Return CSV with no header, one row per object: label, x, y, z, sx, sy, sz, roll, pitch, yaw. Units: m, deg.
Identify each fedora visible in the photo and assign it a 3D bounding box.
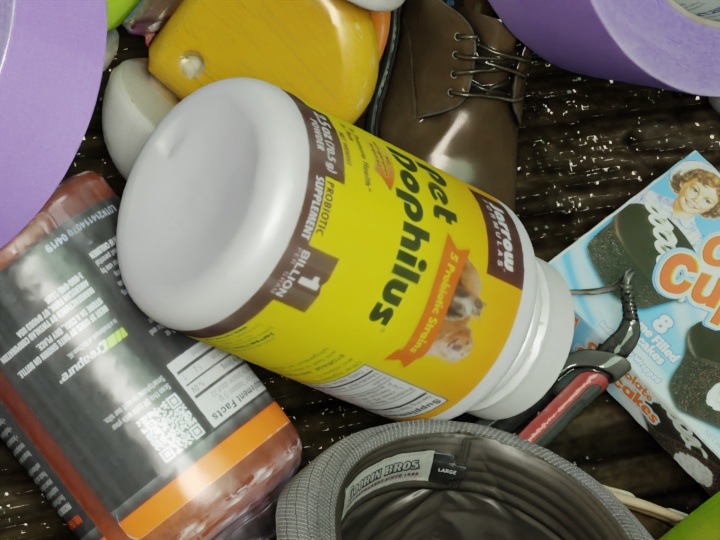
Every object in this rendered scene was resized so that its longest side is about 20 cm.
fedora,0.043,0.150,1.060,0.176,0.091,0.200,5,32,-20

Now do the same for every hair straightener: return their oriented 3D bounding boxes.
hair straightener,0.052,0.065,1.196,0.200,0.041,0.077,-46,60,-8

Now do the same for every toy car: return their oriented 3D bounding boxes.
toy car,-0.073,-0.143,1.171,0.200,0.175,0.150,38,24,-5

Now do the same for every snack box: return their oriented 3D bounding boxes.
snack box,0.189,0.046,1.249,0.116,0.037,0.200,-36,72,-26

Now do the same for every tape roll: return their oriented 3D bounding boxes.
tape roll,-0.205,-0.095,1.081,0.066,0.199,0.201,19,62,-58
tape roll,0.148,-0.184,1.194,0.199,0.085,0.201,-9,105,-33

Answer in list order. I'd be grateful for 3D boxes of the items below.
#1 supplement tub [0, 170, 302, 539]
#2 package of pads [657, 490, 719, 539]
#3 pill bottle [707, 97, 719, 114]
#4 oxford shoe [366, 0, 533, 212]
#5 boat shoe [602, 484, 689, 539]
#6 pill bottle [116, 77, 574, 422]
supplement tub,-0.098,0.064,1.123,0.107,0.107,0.200,-36,88,-26
package of pads,0.136,0.178,1.114,0.200,0.155,0.068,-41,101,11
pill bottle,0.283,-0.067,1.306,0.200,0.112,0.112,39,65,-7
oxford shoe,0.048,-0.087,1.238,0.072,0.084,0.201,2,75,-22
boat shoe,0.153,0.152,1.217,0.199,0.065,0.072,21,68,-14
pill bottle,0.000,0.000,1.111,0.200,0.109,0.110,24,65,-41
